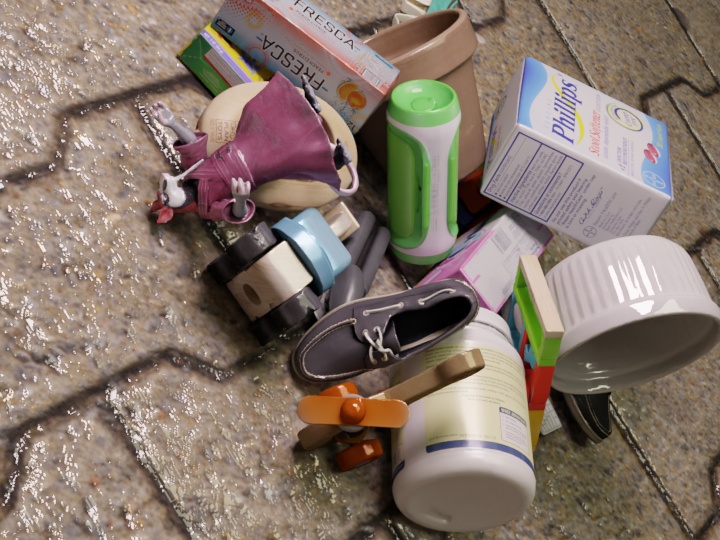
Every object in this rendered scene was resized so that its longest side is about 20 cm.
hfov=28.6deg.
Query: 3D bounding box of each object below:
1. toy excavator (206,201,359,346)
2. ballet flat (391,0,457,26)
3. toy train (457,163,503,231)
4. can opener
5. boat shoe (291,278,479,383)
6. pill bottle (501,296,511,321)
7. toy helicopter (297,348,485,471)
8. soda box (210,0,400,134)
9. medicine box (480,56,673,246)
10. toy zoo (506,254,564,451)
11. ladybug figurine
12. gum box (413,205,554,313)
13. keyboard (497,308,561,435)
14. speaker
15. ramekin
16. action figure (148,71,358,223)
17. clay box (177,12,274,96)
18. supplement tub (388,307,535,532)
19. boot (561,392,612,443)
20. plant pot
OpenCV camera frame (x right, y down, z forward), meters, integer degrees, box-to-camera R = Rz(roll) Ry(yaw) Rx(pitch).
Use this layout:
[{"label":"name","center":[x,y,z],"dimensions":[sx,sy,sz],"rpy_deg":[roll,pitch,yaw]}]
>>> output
[{"label":"toy excavator","center":[-0.053,-0.018,1.433],"dimensions":[0.200,0.194,0.100],"rpy_deg":[-37,92,-27]},{"label":"ballet flat","center":[0.081,-0.332,1.882],"dimensions":[0.070,0.067,0.200],"rpy_deg":[32,38,-8]},{"label":"toy train","center":[0.155,-0.104,1.745],"dimensions":[0.085,0.115,0.200],"rpy_deg":[54,35,-3]},{"label":"can opener","center":[0.000,0.000,1.523],"dimensions":[0.053,0.067,0.200],"rpy_deg":[45,37,-17]},{"label":"boat shoe","center":[0.025,0.060,1.405],"dimensions":[0.063,0.199,0.073],"rpy_deg":[-124,-167,-84]},{"label":"pill bottle","center":[0.277,0.040,1.694],"dimensions":[0.111,0.199,0.111],"rpy_deg":[44,29,-33]},{"label":"toy helicopter","center":[0.026,0.122,1.344],"dimensions":[0.132,0.199,0.079],"rpy_deg":[13,52,-66]},{"label":"soda box","center":[-0.058,-0.240,1.529],"dimensions":[0.200,0.068,0.064],"rpy_deg":[38,37,-5]},{"label":"medicine box","center":[0.253,-0.132,1.657],"dimensions":[0.199,0.103,0.183],"rpy_deg":[25,34,-7]},{"label":"toy zoo","center":[0.178,0.102,1.532],"dimensions":[0.020,0.201,0.132],"rpy_deg":[1,36,-9]},{"label":"ladybug figurine","center":[-0.096,-0.127,1.485],"dimensions":[0.199,0.072,0.137],"rpy_deg":[8,76,-36]},{"label":"gum box","center":[0.135,0.000,1.630],"dimensions":[0.066,0.113,0.200],"rpy_deg":[51,40,-6]},{"label":"keyboard","center":[0.186,0.104,1.712],"dimensions":[0.056,0.011,0.201],"rpy_deg":[-13,74,-53]},{"label":"speaker","center":[0.070,-0.108,1.580],"dimensions":[0.089,0.088,0.201],"rpy_deg":[-65,160,-50]},{"label":"ramekin","center":[0.283,0.045,1.530],"dimensions":[0.199,0.200,0.106],"rpy_deg":[13,53,-44]},{"label":"action figure","center":[-0.119,-0.105,1.384],"dimensions":[0.134,0.199,0.149],"rpy_deg":[61,3,22]},{"label":"clay box","center":[-0.116,-0.255,1.600],"dimensions":[0.115,0.048,0.200],"rpy_deg":[47,37,-13]},{"label":"supplement tub","center":[0.102,0.152,1.459],"dimensions":[0.145,0.145,0.201],"rpy_deg":[29,44,-33]},{"label":"boot","center":[0.322,0.102,1.749],"dimensions":[0.073,0.150,0.201],"rpy_deg":[40,35,-41]},{"label":"plant pot","center":[0.065,-0.190,1.674],"dimensions":[0.175,0.199,0.200],"rpy_deg":[66,32,-20]}]
